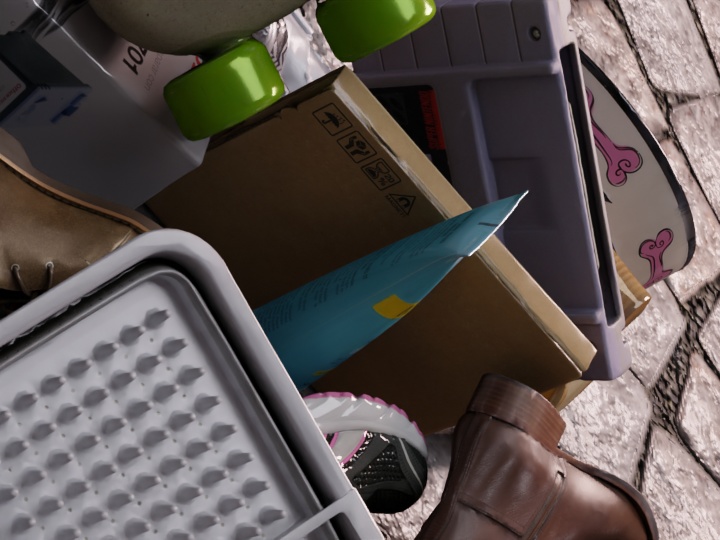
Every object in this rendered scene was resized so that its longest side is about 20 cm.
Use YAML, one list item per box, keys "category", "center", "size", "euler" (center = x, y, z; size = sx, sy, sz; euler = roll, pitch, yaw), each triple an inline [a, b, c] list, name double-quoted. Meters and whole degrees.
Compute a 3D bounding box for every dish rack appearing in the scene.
- category: "dish rack"
  center: [-0.097, 0.101, 1.220]
  size: [0.171, 0.043, 0.201]
  euler: [-33, 98, -24]

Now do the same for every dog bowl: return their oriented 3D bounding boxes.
- category: "dog bowl"
  center: [0.096, -0.056, 1.599]
  size: [0.074, 0.200, 0.200]
  euler: [-40, 102, -15]

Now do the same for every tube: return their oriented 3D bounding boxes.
- category: "tube"
  center: [-0.008, 0.019, 1.364]
  size: [0.050, 0.200, 0.078]
  euler: [52, 34, -11]

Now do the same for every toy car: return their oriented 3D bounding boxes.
- category: "toy car"
  center: [-0.059, -0.172, 1.390]
  size: [0.165, 0.157, 0.200]
  euler: [63, 2, -7]

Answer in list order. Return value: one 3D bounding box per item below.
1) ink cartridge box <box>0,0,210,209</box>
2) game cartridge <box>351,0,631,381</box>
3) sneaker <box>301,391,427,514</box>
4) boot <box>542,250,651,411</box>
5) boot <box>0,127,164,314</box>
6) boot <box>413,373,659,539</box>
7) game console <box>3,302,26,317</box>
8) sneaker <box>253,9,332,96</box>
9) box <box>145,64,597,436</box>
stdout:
- category: "ink cartridge box"
  center: [-0.157, -0.142, 1.393]
  size: [0.200, 0.086, 0.147]
  euler: [43, 35, -24]
- category: "game cartridge"
  center: [0.062, -0.040, 1.437]
  size: [0.038, 0.129, 0.201]
  euler: [-33, 116, -55]
- category: "sneaker"
  center: [-0.045, 0.106, 1.335]
  size: [0.199, 0.080, 0.087]
  euler: [12, 62, -45]
- category: "boot"
  center: [0.075, 0.007, 1.539]
  size: [0.071, 0.201, 0.144]
  euler: [-37, 78, -30]
- category: "boot"
  center: [-0.144, 0.001, 1.290]
  size: [0.199, 0.074, 0.076]
  euler: [32, 48, -2]
- category: "boot"
  center: [0.062, 0.177, 1.419]
  size: [0.186, 0.064, 0.201]
  euler: [44, 66, -44]
- category: "game console"
  center: [-0.110, 0.110, 1.307]
  size: [0.200, 0.031, 0.177]
  euler: [50, 33, -17]
- category: "sneaker"
  center: [-0.040, -0.099, 1.537]
  size: [0.115, 0.075, 0.201]
  euler: [-20, 86, -59]
- category: "box"
  center: [0.000, 0.000, 1.427]
  size: [0.200, 0.163, 0.021]
  euler: [48, 48, -18]
